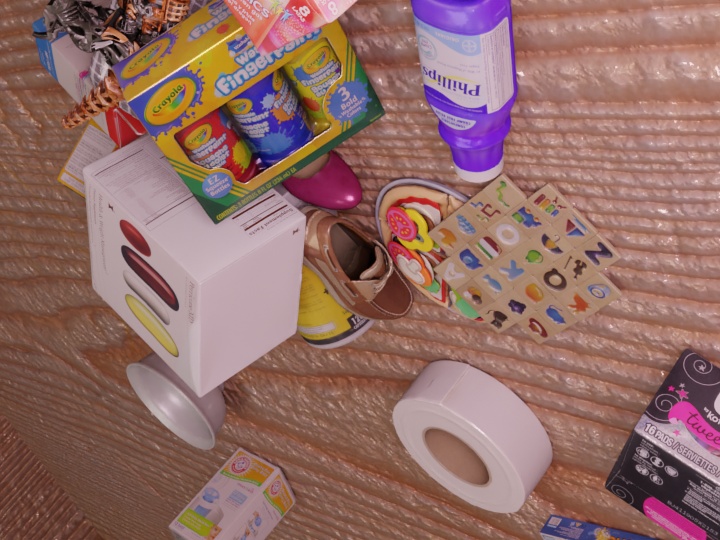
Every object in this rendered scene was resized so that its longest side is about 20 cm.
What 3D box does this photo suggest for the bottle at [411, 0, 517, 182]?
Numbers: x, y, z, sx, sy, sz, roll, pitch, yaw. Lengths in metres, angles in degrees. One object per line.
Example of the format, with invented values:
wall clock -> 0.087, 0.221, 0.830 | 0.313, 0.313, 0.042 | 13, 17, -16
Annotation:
bottle -> 0.094, -0.164, 1.013 | 0.083, 0.065, 0.202 | 26, 148, 30

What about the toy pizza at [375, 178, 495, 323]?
toy pizza -> 0.091, -0.013, 1.261 | 0.199, 0.032, 0.201 | 32, 150, 20

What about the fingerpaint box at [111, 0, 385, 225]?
fingerpaint box -> -0.099, -0.166, 1.088 | 0.168, 0.198, 0.074 | 58, 180, -43

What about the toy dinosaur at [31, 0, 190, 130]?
toy dinosaur -> -0.222, -0.218, 1.087 | 0.135, 0.202, 0.102 | 32, 178, -17

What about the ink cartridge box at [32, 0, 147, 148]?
ink cartridge box -> -0.257, -0.218, 1.303 | 0.200, 0.116, 0.068 | 46, 154, 21

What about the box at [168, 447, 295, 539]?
box -> -0.227, 0.436, 2.113 | 0.112, 0.200, 0.102 | 20, 145, 38

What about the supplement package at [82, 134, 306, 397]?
supplement package -> -0.181, -0.016, 1.272 | 0.199, 0.146, 0.193 | 40, 145, 26

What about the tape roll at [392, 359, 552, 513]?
tape roll -> 0.137, 0.207, 1.464 | 0.201, 0.071, 0.204 | 32, 151, 21

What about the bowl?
bowl -> -0.295, 0.200, 1.993 | 0.200, 0.091, 0.202 | 32, 151, 20

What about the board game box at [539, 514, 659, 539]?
board game box -> 0.335, 0.383, 1.487 | 0.199, 0.035, 0.136 | 1, 131, 52

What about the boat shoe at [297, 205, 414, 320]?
boat shoe -> 0.000, 0.000, 1.299 | 0.071, 0.077, 0.199 | 7, 159, 45

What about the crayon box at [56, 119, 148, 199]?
crayon box -> -0.252, -0.159, 1.379 | 0.125, 0.202, 0.052 | 30, -178, 22

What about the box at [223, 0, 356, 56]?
box -> -0.013, -0.262, 0.873 | 0.102, 0.200, 0.095 | -10, 122, 55

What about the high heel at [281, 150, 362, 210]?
high heel -> -0.079, -0.140, 1.262 | 0.199, 0.068, 0.097 | 34, 162, 24

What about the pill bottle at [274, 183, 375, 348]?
pill bottle -> -0.061, -0.016, 1.367 | 0.111, 0.112, 0.201 | 8, 137, 47

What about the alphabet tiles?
alphabet tiles -> 0.160, -0.008, 1.165 | 0.166, 0.006, 0.200 | 43, 142, -7

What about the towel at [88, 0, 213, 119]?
towel -> -0.171, -0.228, 1.162 | 0.165, 0.085, 0.202 | 35, 121, 13

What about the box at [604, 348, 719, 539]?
box -> 0.355, 0.193, 1.116 | 0.199, 0.115, 0.133 | 32, 149, 17
